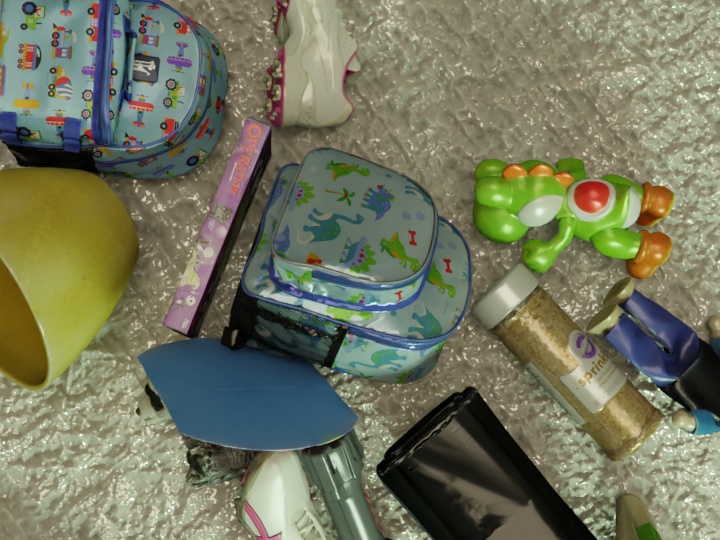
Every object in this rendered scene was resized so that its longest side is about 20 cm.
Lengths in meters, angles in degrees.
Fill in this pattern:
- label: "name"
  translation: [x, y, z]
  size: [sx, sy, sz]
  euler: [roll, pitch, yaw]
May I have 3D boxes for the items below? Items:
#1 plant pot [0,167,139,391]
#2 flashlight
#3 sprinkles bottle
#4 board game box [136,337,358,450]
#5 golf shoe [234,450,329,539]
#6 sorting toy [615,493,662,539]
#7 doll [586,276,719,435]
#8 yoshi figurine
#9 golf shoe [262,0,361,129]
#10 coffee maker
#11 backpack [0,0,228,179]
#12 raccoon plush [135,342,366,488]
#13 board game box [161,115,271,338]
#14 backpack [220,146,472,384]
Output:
- label: "plant pot"
  translation: [-0.286, -0.014, 0.973]
  size: [0.142, 0.200, 0.200]
  euler: [-36, 85, -34]
- label: "flashlight"
  translation: [0.000, 0.218, 0.957]
  size: [0.068, 0.068, 0.201]
  euler: [-32, 117, -27]
- label: "sprinkles bottle"
  translation: [0.195, 0.087, 1.024]
  size: [0.068, 0.068, 0.200]
  euler: [-43, 87, -6]
- label: "board game box"
  translation: [-0.099, 0.117, 0.914]
  size: [0.157, 0.200, 0.039]
  euler: [1, 112, -28]
- label: "golf shoe"
  translation: [-0.055, 0.230, 0.943]
  size: [0.092, 0.201, 0.073]
  euler: [19, 42, 26]
- label: "sorting toy"
  translation: [0.273, 0.298, 0.940]
  size: [0.036, 0.200, 0.186]
  euler: [-27, 84, 17]
- label: "doll"
  translation: [0.314, 0.091, 1.029]
  size: [0.200, 0.048, 0.137]
  euler: [42, 55, -3]
- label: "yoshi figurine"
  translation: [0.192, -0.055, 1.039]
  size: [0.199, 0.113, 0.112]
  euler: [14, 112, -13]
- label: "golf shoe"
  translation: [-0.043, -0.234, 1.061]
  size: [0.091, 0.075, 0.201]
  euler: [7, 85, -17]
- label: "coffee maker"
  translation: [0.122, 0.207, 0.944]
  size: [0.135, 0.192, 0.200]
  euler: [-40, 88, -25]
- label: "backpack"
  translation: [-0.228, -0.178, 1.009]
  size: [0.199, 0.135, 0.184]
  euler: [8, 82, -2]
- label: "raccoon plush"
  translation: [-0.108, 0.119, 1.013]
  size: [0.199, 0.097, 0.135]
  euler: [-12, 74, -20]
- label: "board game box"
  translation: [-0.130, -0.035, 1.001]
  size: [0.032, 0.120, 0.201]
  euler: [21, 83, 2]
- label: "backpack"
  translation: [0.000, 0.000, 0.968]
  size: [0.199, 0.147, 0.184]
  euler: [20, 50, -4]
